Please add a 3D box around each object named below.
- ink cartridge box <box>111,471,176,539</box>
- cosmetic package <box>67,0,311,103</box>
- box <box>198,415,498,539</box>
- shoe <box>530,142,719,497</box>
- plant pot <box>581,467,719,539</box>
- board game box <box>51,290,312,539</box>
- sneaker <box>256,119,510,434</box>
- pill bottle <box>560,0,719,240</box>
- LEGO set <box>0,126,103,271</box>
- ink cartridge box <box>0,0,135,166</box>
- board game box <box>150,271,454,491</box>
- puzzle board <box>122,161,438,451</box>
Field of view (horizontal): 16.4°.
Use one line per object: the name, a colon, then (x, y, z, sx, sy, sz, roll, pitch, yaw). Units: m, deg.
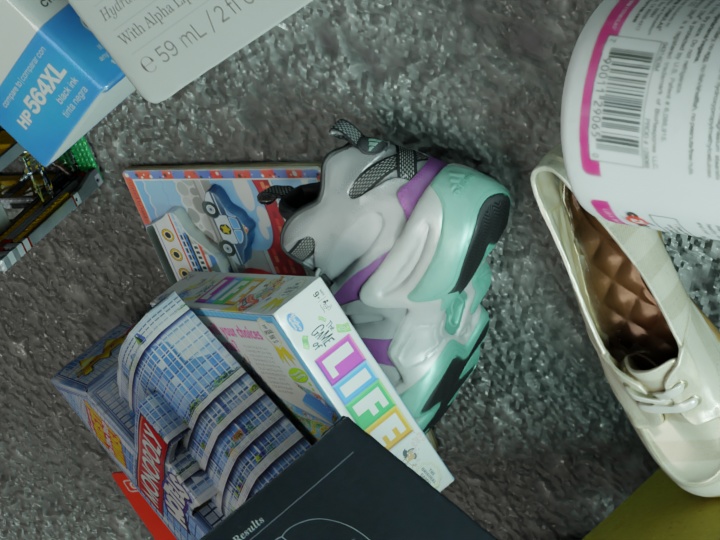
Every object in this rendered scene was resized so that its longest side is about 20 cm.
ink cartridge box: (-0.059, 0.200, 1.585, 0.200, 0.044, 0.174, -10, 122, 42)
cosmetic package: (-0.069, -0.221, 1.158, 0.200, 0.165, 0.165, 51, 137, -9)
box: (0.012, 0.199, 1.241, 0.200, 0.148, 0.107, 39, 154, 28)
shoe: (0.137, 0.026, 1.251, 0.070, 0.053, 0.200, -19, 95, 39)
plant pot: (0.210, 0.198, 1.283, 0.200, 0.194, 0.196, 22, 136, 38)
board game box: (-0.098, 0.100, 1.446, 0.200, 0.062, 0.200, 46, 162, 14)
sneaker: (0.000, 0.000, 1.361, 0.140, 0.078, 0.200, 29, 132, 18)
pill bottle: (0.202, -0.063, 1.120, 0.200, 0.113, 0.113, 11, 130, 31)
LEGO set: (-0.251, -0.081, 1.449, 0.154, 0.116, 0.200, 9, 128, 32)
ink cartridge box: (-0.178, -0.177, 1.292, 0.200, 0.146, 0.084, 44, 139, -2)
board game box: (-0.036, 0.065, 1.385, 0.135, 0.034, 0.200, 56, 162, -15)
puzzle board: (-0.049, 0.026, 1.460, 0.151, 0.017, 0.200, 0, 123, 37)
